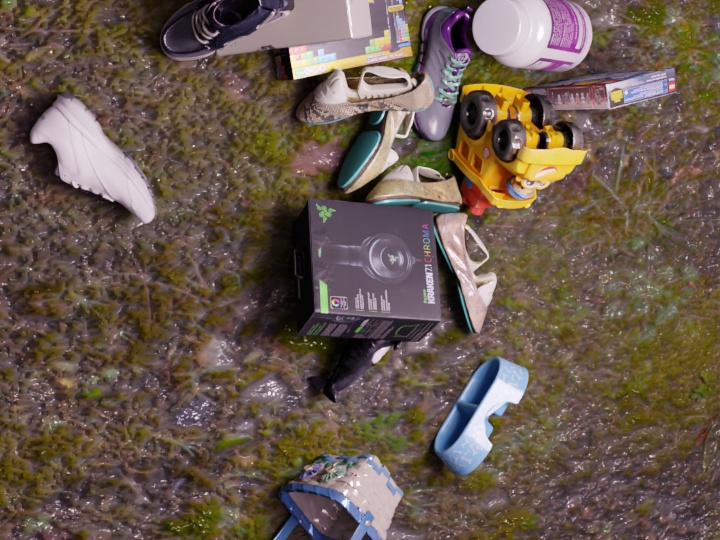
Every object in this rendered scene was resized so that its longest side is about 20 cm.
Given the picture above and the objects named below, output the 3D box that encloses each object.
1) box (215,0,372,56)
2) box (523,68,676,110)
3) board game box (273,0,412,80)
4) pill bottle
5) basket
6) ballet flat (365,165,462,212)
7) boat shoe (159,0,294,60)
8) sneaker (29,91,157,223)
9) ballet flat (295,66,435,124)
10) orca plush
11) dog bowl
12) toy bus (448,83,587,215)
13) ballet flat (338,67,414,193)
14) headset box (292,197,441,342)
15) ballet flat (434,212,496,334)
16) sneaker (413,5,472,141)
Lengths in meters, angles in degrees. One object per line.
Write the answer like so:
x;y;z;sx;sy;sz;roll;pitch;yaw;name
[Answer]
-0.091;-0.328;1.565;0.082;0.199;0.069;-33;118;-64;box
0.366;-0.277;1.833;0.136;0.200;0.040;-16;104;-26;box
-0.033;-0.366;1.677;0.199;0.057;0.166;-17;106;-27;board game box
0.253;-0.357;1.775;0.199;0.112;0.113;-6;100;-52;pill bottle
-0.049;0.360;1.698;0.139;0.176;0.201;50;54;-26;basket
0.076;-0.122;1.749;0.199;0.070;0.071;1;96;-47;ballet flat
-0.188;-0.319;1.510;0.075;0.199;0.093;68;25;-5;boat shoe
-0.341;-0.133;1.532;0.087;0.074;0.200;-43;108;-5;sneaker
0.003;-0.252;1.656;0.198;0.068;0.075;-5;144;6;ballet flat
-0.001;0.092;1.734;0.200;0.105;0.071;-40;118;7;orca plush
0.184;0.221;1.850;0.049;0.111;0.201;36;78;-14;dog bowl
0.218;-0.158;1.773;0.135;0.200;0.193;0;123;-31;toy bus
0.034;-0.194;1.723;0.070;0.071;0.201;27;81;-30;ballet flat
0.000;0.000;1.666;0.199;0.093;0.175;5;66;-17;headset box
0.171;0.003;1.827;0.067;0.068;0.201;-18;109;9;ballet flat
0.123;-0.291;1.757;0.074;0.087;0.202;0;96;-30;sneaker
